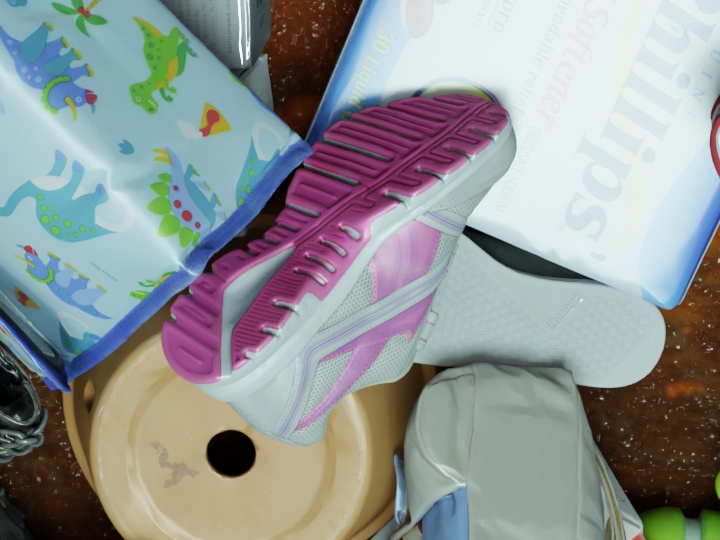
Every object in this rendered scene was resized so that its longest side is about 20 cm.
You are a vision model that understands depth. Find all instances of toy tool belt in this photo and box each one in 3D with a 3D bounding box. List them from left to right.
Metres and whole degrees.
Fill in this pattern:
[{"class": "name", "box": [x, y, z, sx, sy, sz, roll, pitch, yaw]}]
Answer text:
[{"class": "toy tool belt", "box": [0.061, 0.151, 1.303, 0.125, 0.123, 0.200, 6, 61, -14]}]

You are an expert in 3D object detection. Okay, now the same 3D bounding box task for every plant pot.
[{"class": "plant pot", "box": [-0.057, 0.072, 1.372, 0.200, 0.140, 0.200, 1, 104, 2]}]

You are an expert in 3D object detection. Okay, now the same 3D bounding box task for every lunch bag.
[{"class": "lunch bag", "box": [-0.152, -0.043, 1.251, 0.170, 0.127, 0.200, 47, 142, -5]}]

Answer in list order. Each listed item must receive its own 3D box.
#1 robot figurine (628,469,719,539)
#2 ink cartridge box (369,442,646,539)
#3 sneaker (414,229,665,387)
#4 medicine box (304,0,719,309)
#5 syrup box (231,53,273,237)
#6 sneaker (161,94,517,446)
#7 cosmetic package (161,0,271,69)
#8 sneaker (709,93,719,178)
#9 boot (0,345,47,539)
[{"class": "robot figurine", "box": [0.202, 0.184, 1.395, 0.200, 0.116, 0.176, 8, 97, 3]}, {"class": "ink cartridge box", "box": [0.061, 0.186, 1.376, 0.200, 0.174, 0.044, -45, 131, 15]}, {"class": "sneaker", "box": [0.045, 0.007, 1.360, 0.200, 0.099, 0.071, 15, 97, -18]}, {"class": "medicine box", "box": [0.099, -0.108, 1.337, 0.200, 0.103, 0.182, 23, 104, -2]}, {"class": "syrup box", "box": [-0.147, -0.062, 1.362, 0.200, 0.079, 0.082, 1, 107, 9]}, {"class": "sneaker", "box": [0.000, 0.000, 1.263, 0.200, 0.081, 0.088, -44, 132, -14]}, {"class": "cosmetic package", "box": [-0.149, -0.138, 1.345, 0.200, 0.102, 0.074, -2, 103, 5]}, {"class": "sneaker", "box": [0.245, -0.029, 1.220, 0.200, 0.112, 0.071, 24, 104, 9]}, {"class": "boot", "box": [-0.197, 0.098, 1.371, 0.200, 0.174, 0.069, 48, 58, -7]}]
